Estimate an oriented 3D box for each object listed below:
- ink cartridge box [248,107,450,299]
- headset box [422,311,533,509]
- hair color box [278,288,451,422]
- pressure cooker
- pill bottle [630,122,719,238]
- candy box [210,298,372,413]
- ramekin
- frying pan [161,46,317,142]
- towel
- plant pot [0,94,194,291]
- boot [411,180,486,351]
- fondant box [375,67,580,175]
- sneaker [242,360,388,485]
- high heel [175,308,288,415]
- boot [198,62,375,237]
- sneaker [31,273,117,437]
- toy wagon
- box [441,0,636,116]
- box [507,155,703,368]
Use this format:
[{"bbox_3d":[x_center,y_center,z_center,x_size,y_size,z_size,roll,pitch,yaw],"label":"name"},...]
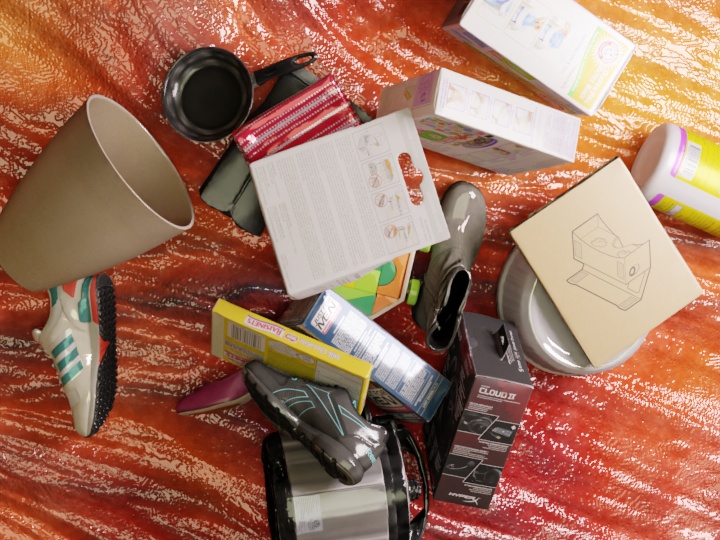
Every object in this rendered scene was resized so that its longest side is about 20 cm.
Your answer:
[{"bbox_3d":[-0.012,-0.075,1.608,0.198,0.057,0.164,-18,81,4],"label":"ink cartridge box"},{"bbox_3d":[0.141,0.159,1.699,0.076,0.149,0.202,12,116,-10],"label":"headset box"},{"bbox_3d":[0.003,0.103,1.691,0.199,0.100,0.061,39,72,-15],"label":"hair color box"},{"bbox_3d":[-0.014,0.273,1.707,0.198,0.180,0.177,-8,132,-8],"label":"pressure cooker"},{"bbox_3d":[0.442,-0.099,1.752,0.198,0.104,0.105,23,95,-10],"label":"pill bottle"},{"bbox_3d":[-0.083,0.104,1.657,0.198,0.103,0.027,23,59,8],"label":"candy box"},{"bbox_3d":[0.274,0.039,1.756,0.200,0.094,0.205,-1,98,-7],"label":"ramekin"},{"bbox_3d":[-0.153,-0.233,1.683,0.190,0.031,0.115,-40,80,4],"label":"frying pan"},{"bbox_3d":[-0.045,-0.111,1.671,0.144,0.022,0.201,-30,102,1],"label":"towel"},{"bbox_3d":[-0.329,-0.070,1.640,0.199,0.187,0.188,-35,101,13],"label":"plant pot"},{"bbox_3d":[0.119,-0.005,1.712,0.067,0.131,0.202,15,96,-8],"label":"boot"},{"bbox_3d":[0.137,-0.171,1.655,0.198,0.144,0.059,15,81,-27],"label":"fondant box"},{"bbox_3d":[-0.054,0.164,1.635,0.199,0.076,0.079,39,69,21],"label":"sneaker"},{"bbox_3d":[-0.144,0.112,1.742,0.198,0.067,0.097,-19,81,-5],"label":"high heel"},{"bbox_3d":[-0.079,-0.126,1.702,0.164,0.066,0.201,35,88,1],"label":"boot"},{"bbox_3d":[-0.350,0.100,1.712,0.092,0.070,0.202,4,100,11],"label":"sneaker"},{"bbox_3d":[0.000,0.000,1.734,0.153,0.040,0.202,13,102,0],"label":"toy wagon"},{"bbox_3d":[0.213,-0.281,1.694,0.199,0.112,0.102,33,92,-10],"label":"box"},{"bbox_3d":[0.295,-0.010,1.693,0.163,0.021,0.201,-34,99,-1],"label":"box"}]
